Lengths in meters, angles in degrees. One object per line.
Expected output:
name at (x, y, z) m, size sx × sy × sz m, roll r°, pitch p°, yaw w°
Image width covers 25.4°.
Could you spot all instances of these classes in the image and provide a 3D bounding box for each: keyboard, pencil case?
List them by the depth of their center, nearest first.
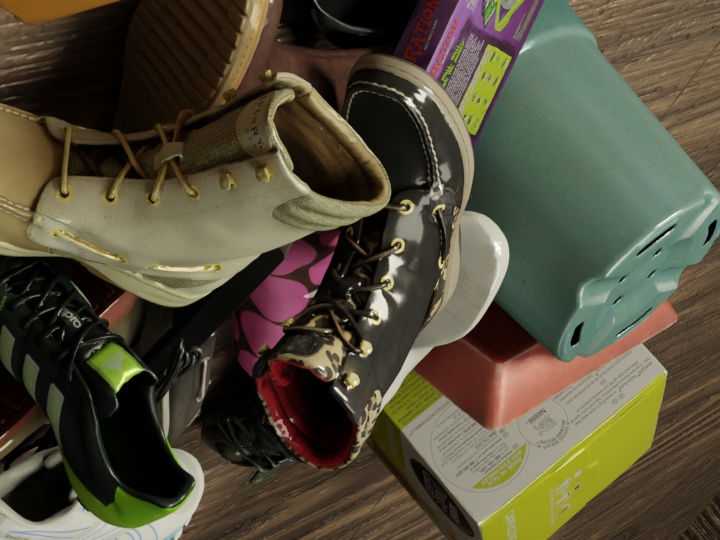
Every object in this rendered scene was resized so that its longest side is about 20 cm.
keyboard at (-0.105, 0.043, 0.893) m, size 0.200 × 0.021 × 0.127 m, roll -45°, pitch -169°, yaw 28°
pencil case at (-0.036, -0.005, 1.041) m, size 0.093 × 0.091 × 0.201 m, roll -33°, pitch 159°, yaw -26°

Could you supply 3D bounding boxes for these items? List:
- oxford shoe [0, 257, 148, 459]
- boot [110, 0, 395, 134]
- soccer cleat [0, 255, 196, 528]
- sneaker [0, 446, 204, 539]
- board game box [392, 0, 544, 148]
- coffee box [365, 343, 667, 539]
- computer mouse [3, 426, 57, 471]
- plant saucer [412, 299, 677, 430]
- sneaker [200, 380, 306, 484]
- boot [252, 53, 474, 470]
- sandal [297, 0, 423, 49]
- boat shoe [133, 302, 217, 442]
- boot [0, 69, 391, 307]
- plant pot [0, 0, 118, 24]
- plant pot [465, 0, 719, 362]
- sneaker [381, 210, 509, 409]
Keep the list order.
oxford shoe at (-0.182, 0.070, 0.876) m, size 0.200 × 0.070 × 0.075 m, roll -45°, pitch 147°, yaw -28°
boot at (-0.045, -0.109, 0.850) m, size 0.165 × 0.073 × 0.200 m, roll -19°, pitch 159°, yaw -38°
soccer cleat at (-0.146, 0.038, 0.800) m, size 0.067 × 0.201 × 0.081 m, roll -37°, pitch -168°, yaw -37°
sneaker at (-0.168, 0.142, 1.006) m, size 0.199 × 0.075 × 0.087 m, roll -14°, pitch 145°, yaw -48°
board game box at (0.079, -0.171, 0.922) m, size 0.201 × 0.032 × 0.120 m, roll -64°, pitch 161°, yaw 7°
coffee box at (0.118, 0.111, 1.356) m, size 0.199 × 0.198 × 0.200 m, roll -37°, pitch 157°, yaw -10°
computer mouse at (-0.207, 0.084, 0.972) m, size 0.109 × 0.044 × 0.200 m, roll -41°, pitch 158°, yaw -1°
plant saucer at (0.096, 0.008, 1.149) m, size 0.199 × 0.199 × 0.037 m, roll -26°, pitch 138°, yaw -33°
sneaker at (-0.060, 0.120, 1.174) m, size 0.114 × 0.076 × 0.200 m, roll -39°, pitch -169°, yaw 5°
boot at (0.000, 0.000, 0.859) m, size 0.201 × 0.073 × 0.151 m, roll 88°, pitch 26°, yaw -50°
sandal at (-0.002, -0.157, 0.873) m, size 0.076 × 0.043 × 0.200 m, roll -47°, pitch 157°, yaw 13°
boat shoe at (-0.112, 0.048, 1.028) m, size 0.057 × 0.067 × 0.201 m, roll -15°, pitch 147°, yaw -19°
boot at (-0.099, -0.050, 0.745) m, size 0.154 × 0.073 × 0.199 m, roll -21°, pitch 148°, yaw 38°
plant pot at (-0.068, -0.184, 0.552) m, size 0.182 × 0.201 × 0.200 m, roll -26°, pitch 159°, yaw 6°
plant pot at (0.123, -0.059, 1.057) m, size 0.199 × 0.196 × 0.201 m, roll -34°, pitch 156°, yaw -17°
sneaker at (0.035, 0.019, 1.028) m, size 0.200 × 0.075 × 0.088 m, roll -49°, pitch 176°, yaw 41°
